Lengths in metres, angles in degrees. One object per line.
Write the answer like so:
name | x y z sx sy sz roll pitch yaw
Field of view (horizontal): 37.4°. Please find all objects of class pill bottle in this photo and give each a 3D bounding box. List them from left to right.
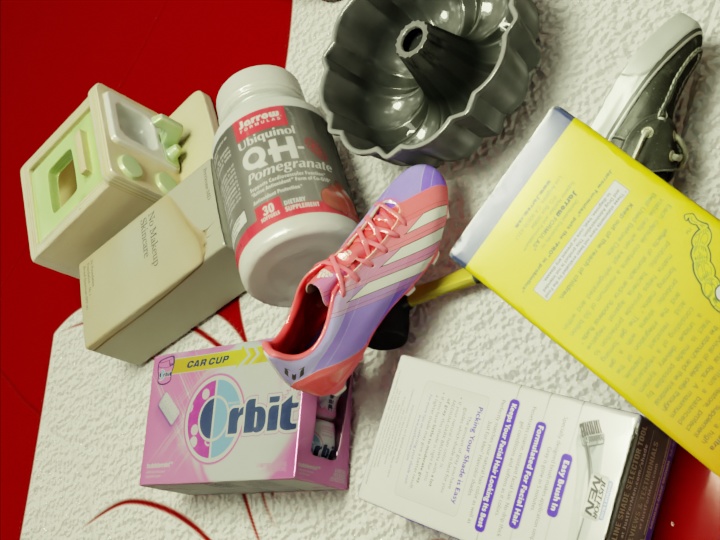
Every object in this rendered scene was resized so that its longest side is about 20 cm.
pill bottle | -0.068 -0.079 0.920 0.110 0.110 0.202 -36 52 25

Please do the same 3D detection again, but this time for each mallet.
mallet | 0.080 -0.004 0.814 0.198 0.041 0.067 -28 54 25

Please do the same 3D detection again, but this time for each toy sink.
toy sink | -0.247 -0.101 1.089 0.199 0.111 0.132 -37 52 25

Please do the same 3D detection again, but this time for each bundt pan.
bundt pan | 0.063 -0.170 0.862 0.200 0.075 0.205 -20 58 35

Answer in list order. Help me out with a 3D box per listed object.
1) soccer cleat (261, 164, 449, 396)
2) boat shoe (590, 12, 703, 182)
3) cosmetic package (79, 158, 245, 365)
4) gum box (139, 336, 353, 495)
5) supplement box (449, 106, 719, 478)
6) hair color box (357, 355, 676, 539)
soccer cleat | 0.000 0.000 0.795 0.066 0.076 0.201 25 80 42
boat shoe | 0.187 -0.078 0.728 0.063 0.071 0.201 32 92 23
cosmetic package | -0.179 -0.004 1.017 0.199 0.073 0.105 -35 52 27
gum box | -0.093 0.124 0.889 0.198 0.066 0.115 -11 67 38
supplement box | 0.171 0.011 0.626 0.200 0.109 0.110 40 101 20
hair color box | 0.100 0.133 0.716 0.198 0.064 0.111 11 79 45
